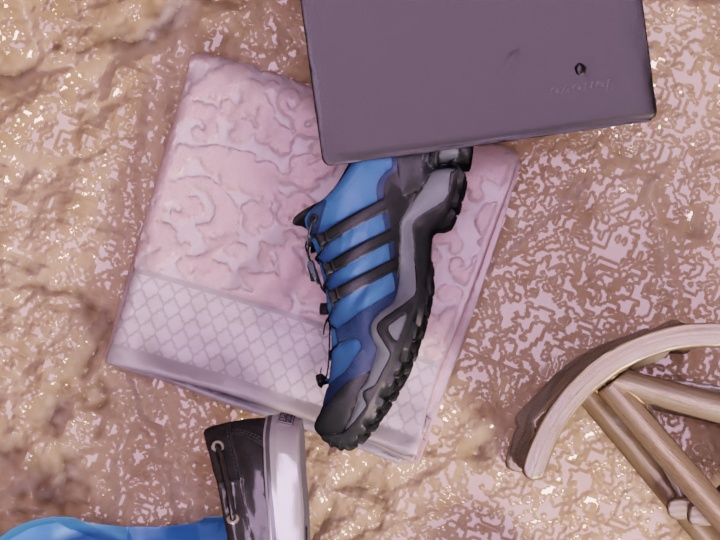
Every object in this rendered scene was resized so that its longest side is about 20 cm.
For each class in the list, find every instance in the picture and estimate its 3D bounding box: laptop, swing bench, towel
[{"bbox_3d":[0.057,-0.174,1.688,0.186,0.200,0.116,-8,127,0],"label":"laptop"},{"bbox_3d":[0.191,0.101,1.628,0.199,0.199,0.130,32,88,1],"label":"swing bench"},{"bbox_3d":[-0.029,-0.007,1.716,0.199,0.032,0.192,18,88,0],"label":"towel"}]

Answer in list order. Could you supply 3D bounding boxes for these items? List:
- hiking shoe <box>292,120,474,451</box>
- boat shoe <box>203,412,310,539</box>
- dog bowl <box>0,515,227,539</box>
[{"bbox_3d":[0.000,0.000,1.672,0.086,0.074,0.201,16,79,6],"label":"hiking shoe"},{"bbox_3d":[-0.056,0.179,1.647,0.056,0.069,0.201,-2,82,3],"label":"boat shoe"},{"bbox_3d":[-0.123,0.194,1.701,0.199,0.050,0.112,0,88,0],"label":"dog bowl"}]
